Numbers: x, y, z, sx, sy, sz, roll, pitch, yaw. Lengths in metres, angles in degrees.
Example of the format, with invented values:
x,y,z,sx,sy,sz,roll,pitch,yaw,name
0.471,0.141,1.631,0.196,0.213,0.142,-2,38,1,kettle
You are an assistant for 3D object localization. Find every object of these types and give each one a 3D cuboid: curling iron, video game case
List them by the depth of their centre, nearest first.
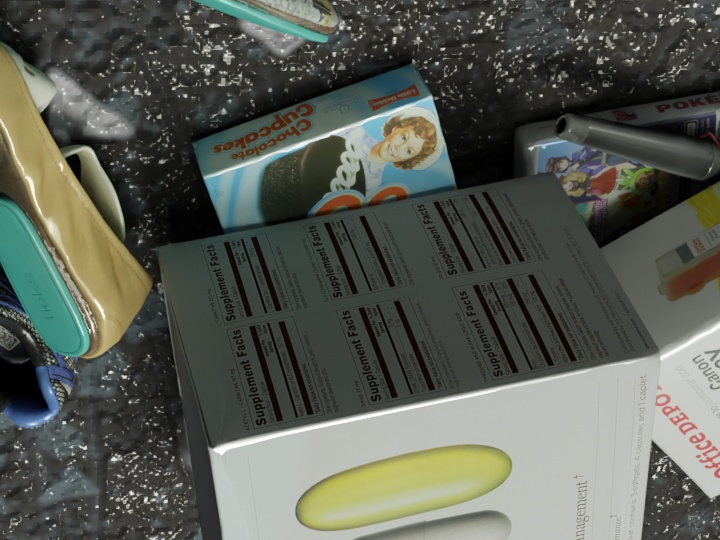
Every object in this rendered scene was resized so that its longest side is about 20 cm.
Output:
x,y,z,sx,sy,sz,roll,pitch,yaw,name
0.184,-0.062,0.835,0.200,0.026,0.050,6,131,-23,curling iron
0.170,-0.007,0.907,0.182,0.023,0.200,-10,130,-10,video game case

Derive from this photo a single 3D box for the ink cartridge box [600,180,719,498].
x,y,z,sx,sy,sz,roll,pitch,yaw,name
0.225,0.017,0.849,0.200,0.083,0.145,-31,137,17,ink cartridge box

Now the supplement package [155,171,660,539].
x,y,z,sx,sy,sz,roll,pitch,yaw,name
0.020,0.084,0.799,0.200,0.147,0.191,-11,129,-9,supplement package

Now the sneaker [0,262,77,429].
x,y,z,sx,sy,sz,roll,pitch,yaw,name
-0.205,0.009,0.764,0.200,0.078,0.075,30,112,-33,sneaker

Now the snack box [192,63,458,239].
x,y,z,sx,sy,sz,roll,pitch,yaw,name
0.000,0.000,0.848,0.116,0.037,0.200,-20,129,-2,snack box

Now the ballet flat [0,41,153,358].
x,y,z,sx,sy,sz,roll,pitch,yaw,name
-0.155,-0.053,0.746,0.063,0.069,0.200,-46,126,-35,ballet flat

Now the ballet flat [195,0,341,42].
x,y,z,sx,sy,sz,roll,pitch,yaw,name
-0.092,-0.148,0.691,0.200,0.072,0.072,10,123,-25,ballet flat
